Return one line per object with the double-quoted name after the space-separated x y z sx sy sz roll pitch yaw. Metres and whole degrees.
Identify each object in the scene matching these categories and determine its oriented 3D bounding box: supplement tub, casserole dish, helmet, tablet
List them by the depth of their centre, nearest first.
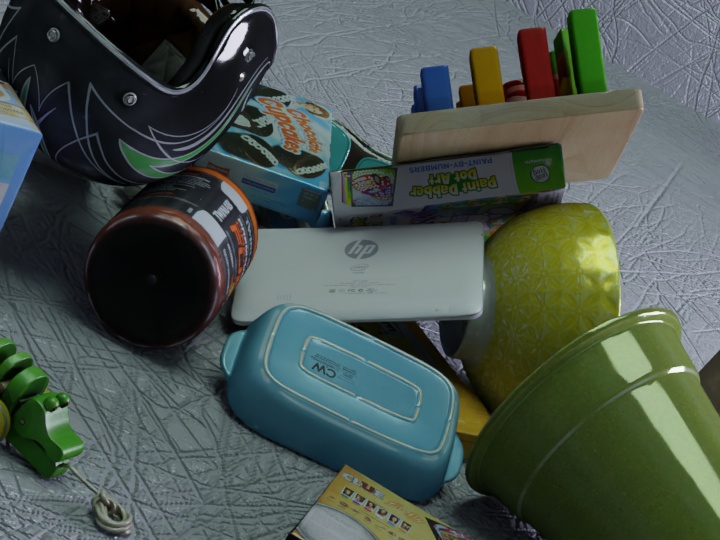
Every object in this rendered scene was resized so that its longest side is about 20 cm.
-0.006 0.090 1.400 0.198 0.039 0.122 26 41 -7 "casserole dish"
-0.175 -0.158 1.423 0.200 0.190 0.201 42 -23 22 "helmet"
-0.137 -0.019 1.461 0.106 0.108 0.200 27 18 -1 "supplement tub"
0.000 0.000 1.532 0.197 0.014 0.131 -1 35 5 "tablet"

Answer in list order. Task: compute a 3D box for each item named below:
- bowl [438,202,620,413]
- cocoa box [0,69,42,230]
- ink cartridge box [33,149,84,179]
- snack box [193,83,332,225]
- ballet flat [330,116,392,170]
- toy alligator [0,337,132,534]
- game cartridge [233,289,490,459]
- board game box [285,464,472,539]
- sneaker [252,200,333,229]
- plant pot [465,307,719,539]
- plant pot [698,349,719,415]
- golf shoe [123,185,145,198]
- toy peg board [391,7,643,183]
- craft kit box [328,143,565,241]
0.127 0.037 1.576 0.106 0.202 0.200 7 23 -15 "bowl"
-0.344 -0.089 1.306 0.199 0.134 0.131 13 22 -36 "cocoa box"
-0.220 -0.198 1.614 0.084 0.146 0.202 18 65 -24 "ink cartridge box"
-0.085 -0.112 1.684 0.115 0.037 0.200 19 24 -9 "snack box"
-0.011 -0.105 1.965 0.199 0.075 0.074 32 18 6 "ballet flat"
-0.205 0.083 1.171 0.199 0.055 0.059 34 20 19 "toy alligator"
0.008 0.076 1.535 0.175 0.033 0.200 15 21 -35 "game cartridge"
0.051 0.209 1.231 0.199 0.035 0.135 30 18 7 "board game box"
-0.064 -0.064 1.746 0.071 0.073 0.200 16 20 -26 "sneaker"
0.208 0.165 1.382 0.199 0.200 0.191 3 43 -52 "plant pot"
0.331 0.142 1.593 0.199 0.176 0.201 24 19 -9 "plant pot"
-0.159 -0.090 1.711 0.097 0.078 0.201 40 20 -18 "golf shoe"
0.121 -0.141 1.616 0.197 0.099 0.200 -6 -14 -3 "toy peg board"
0.074 -0.052 1.661 0.195 0.049 0.200 -5 -13 1 "craft kit box"
